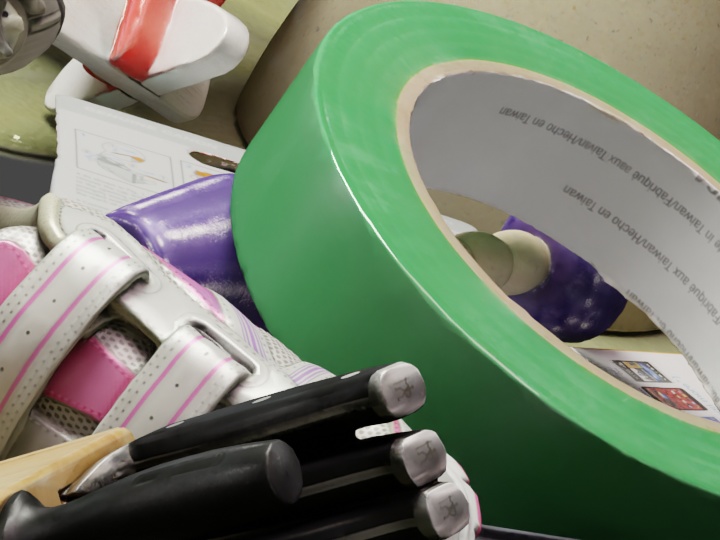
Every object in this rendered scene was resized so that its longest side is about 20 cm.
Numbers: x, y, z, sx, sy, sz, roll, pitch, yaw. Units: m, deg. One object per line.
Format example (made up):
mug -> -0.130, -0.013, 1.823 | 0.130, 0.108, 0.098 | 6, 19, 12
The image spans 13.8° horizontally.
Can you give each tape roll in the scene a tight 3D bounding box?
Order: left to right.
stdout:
tape roll -> 0.061, 0.009, 0.826 | 0.200, 0.048, 0.201 | 27, 29, -17

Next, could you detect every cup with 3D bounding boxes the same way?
cup -> 0.071, -0.089, 1.146 | 0.200, 0.143, 0.200 | 20, 23, -9

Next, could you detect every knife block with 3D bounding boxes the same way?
knife block -> -0.079, 0.067, 0.615 | 0.200, 0.176, 0.064 | 31, 23, 17

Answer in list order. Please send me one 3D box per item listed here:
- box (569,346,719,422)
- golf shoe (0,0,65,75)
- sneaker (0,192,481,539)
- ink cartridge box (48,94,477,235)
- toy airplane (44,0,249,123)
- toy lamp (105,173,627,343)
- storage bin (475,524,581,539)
box -> 0.142, 0.073, 0.963 | 0.119, 0.042, 0.200 | 40, 19, 33
golf shoe -> -0.168, -0.096, 0.705 | 0.200, 0.078, 0.097 | 19, 6, -23
sneaker -> -0.059, 0.035, 0.680 | 0.200, 0.081, 0.088 | 21, -19, 44
ink cartridge box -> -0.029, 0.019, 0.946 | 0.160, 0.047, 0.200 | 17, 21, -13
toy airplane -> -0.069, -0.151, 1.079 | 0.141, 0.200, 0.199 | 53, 4, -23
toy lamp -> 0.000, 0.000, 0.881 | 0.200, 0.058, 0.058 | 1, 31, -48
storage bin -> 0.078, 0.142, 0.708 | 0.200, 0.094, 0.135 | 12, 25, -27
